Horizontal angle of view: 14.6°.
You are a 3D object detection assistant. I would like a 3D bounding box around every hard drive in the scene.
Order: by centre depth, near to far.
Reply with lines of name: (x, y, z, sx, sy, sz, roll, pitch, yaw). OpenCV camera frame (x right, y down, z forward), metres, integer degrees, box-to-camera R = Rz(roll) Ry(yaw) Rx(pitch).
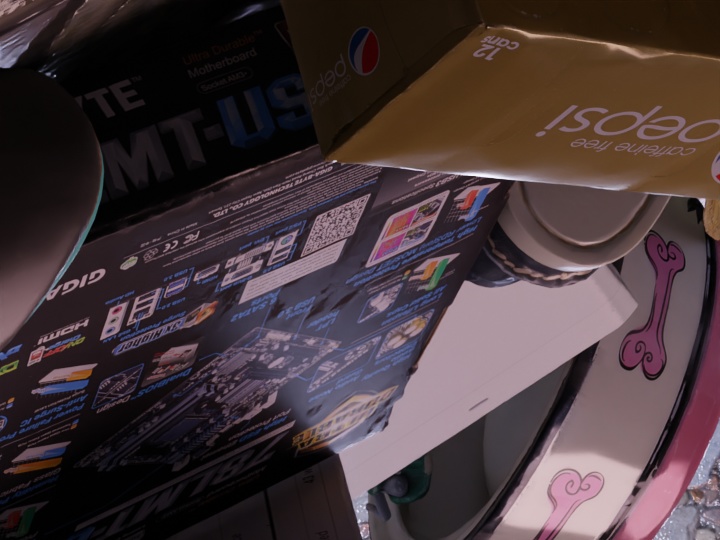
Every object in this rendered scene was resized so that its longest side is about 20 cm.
hard drive: (0.000, 0.000, 0.905, 0.132, 0.026, 0.200, -33, 146, 7)

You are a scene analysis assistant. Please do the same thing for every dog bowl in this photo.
dog bowl: (0.081, 0.043, 1.136, 0.200, 0.074, 0.200, -57, -162, 30)

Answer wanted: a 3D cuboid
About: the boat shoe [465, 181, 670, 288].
boat shoe: (0.090, -0.074, 0.856, 0.200, 0.075, 0.062, -60, -163, -24)

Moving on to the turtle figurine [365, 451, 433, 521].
turtle figurine: (-0.034, 0.028, 1.086, 0.149, 0.101, 0.200, 10, 161, -10)

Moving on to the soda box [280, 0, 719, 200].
soda box: (0.077, -0.062, 0.694, 0.199, 0.068, 0.064, 3, 151, -38)

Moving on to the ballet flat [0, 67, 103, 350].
ballet flat: (-0.143, 0.022, 0.591, 0.200, 0.068, 0.068, -35, 162, 16)

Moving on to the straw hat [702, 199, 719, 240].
straw hat: (0.174, -0.111, 1.071, 0.201, 0.085, 0.201, -38, 160, -16)

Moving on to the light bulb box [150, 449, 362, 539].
light bulb box: (-0.080, 0.161, 0.811, 0.199, 0.125, 0.198, -14, -160, -2)

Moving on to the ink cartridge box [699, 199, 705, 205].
ink cartridge box: (0.142, -0.063, 1.306, 0.200, 0.084, 0.145, -29, 174, -31)

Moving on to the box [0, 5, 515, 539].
box: (-0.052, 0.013, 0.760, 0.199, 0.050, 0.199, -24, 157, -31)
